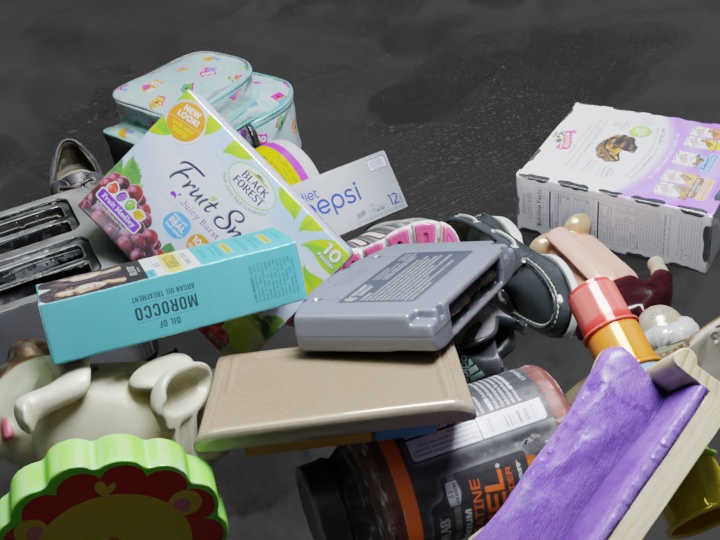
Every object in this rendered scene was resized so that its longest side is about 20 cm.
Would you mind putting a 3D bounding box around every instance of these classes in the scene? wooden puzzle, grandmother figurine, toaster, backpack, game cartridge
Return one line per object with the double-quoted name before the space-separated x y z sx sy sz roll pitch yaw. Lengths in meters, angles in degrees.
"wooden puzzle" -0.018 0.089 0.805 0.185 0.037 0.200 -7 11 0
"grandmother figurine" 0.228 0.022 1.002 0.121 0.061 0.200 -38 38 -4
"toaster" -0.289 0.028 1.041 0.200 0.119 0.181 -20 38 -17
"backpack" -0.169 -0.161 1.262 0.176 0.154 0.200 19 36 40
"game cartridge" 0.034 0.019 0.907 0.133 0.042 0.200 -6 15 28

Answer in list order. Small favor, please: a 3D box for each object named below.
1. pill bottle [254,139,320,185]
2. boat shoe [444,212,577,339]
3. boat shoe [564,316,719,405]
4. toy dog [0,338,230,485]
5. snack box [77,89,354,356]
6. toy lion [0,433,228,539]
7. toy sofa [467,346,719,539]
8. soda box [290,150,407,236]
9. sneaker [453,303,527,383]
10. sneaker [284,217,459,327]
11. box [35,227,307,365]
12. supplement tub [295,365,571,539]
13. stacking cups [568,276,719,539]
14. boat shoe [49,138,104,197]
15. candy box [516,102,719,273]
"pill bottle" -0.138 -0.050 1.133 0.200 0.104 0.104 -31 41 -30
"boat shoe" 0.133 0.004 1.025 0.060 0.076 0.200 6 18 -23
"boat shoe" 0.247 0.096 0.891 0.200 0.065 0.073 -25 68 3
"toy dog" -0.210 0.112 0.895 0.199 0.140 0.194 4 24 16
"snack box" -0.124 -0.036 0.974 0.142 0.200 0.053 -45 -1 5
"toy lion" -0.182 0.193 0.724 0.200 0.192 0.069 -14 35 -8
"toy sofa" 0.158 0.142 0.731 0.098 0.083 0.200 37 79 8
"soda box" -0.057 -0.051 1.079 0.200 0.064 0.068 -24 2 -30
"sneaker" 0.063 0.079 0.936 0.140 0.078 0.200 23 45 37
"sneaker" 0.000 0.000 1.069 0.200 0.074 0.087 -20 7 8
"box" -0.149 0.017 0.879 0.200 0.049 0.082 -14 14 -15
"supplement tub" 0.057 0.147 0.819 0.200 0.107 0.107 -17 36 -12
"stacking cups" 0.212 0.098 0.837 0.060 0.061 0.200 -15 57 -10
"boat shoe" -0.314 -0.083 1.248 0.072 0.065 0.200 -14 36 -12
"candy box" 0.282 -0.091 1.139 0.200 0.072 0.168 15 41 28
